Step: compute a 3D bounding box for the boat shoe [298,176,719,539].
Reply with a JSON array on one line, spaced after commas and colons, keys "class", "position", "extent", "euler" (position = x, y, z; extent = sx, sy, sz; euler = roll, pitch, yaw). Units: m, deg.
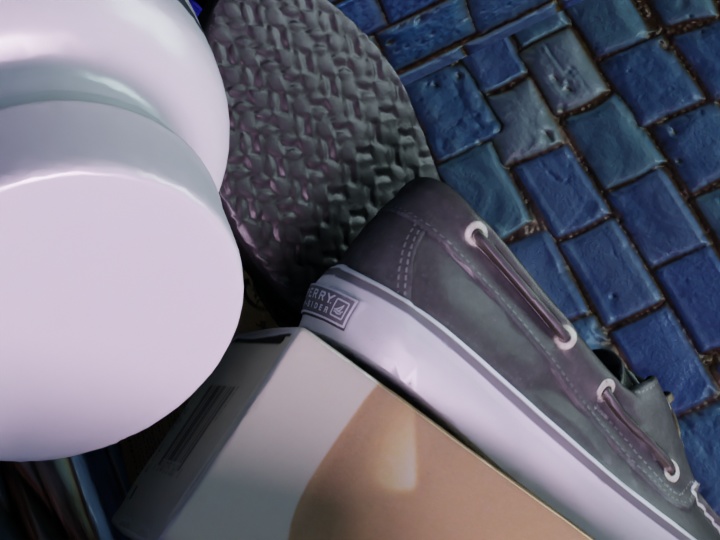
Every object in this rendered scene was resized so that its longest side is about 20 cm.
[{"class": "boat shoe", "position": [0.065, 0.048, 0.631], "extent": [0.200, 0.057, 0.069], "euler": [41, -13, -32]}]

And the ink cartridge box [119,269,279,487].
[{"class": "ink cartridge box", "position": [-0.025, 0.067, 0.741], "extent": [0.165, 0.075, 0.201], "euler": [-15, -90, 68]}]

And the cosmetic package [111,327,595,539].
[{"class": "cosmetic package", "position": [0.033, 0.102, 0.609], "extent": [0.200, 0.071, 0.105], "euler": [36, -10, -11]}]

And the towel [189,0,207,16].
[{"class": "towel", "position": [-0.075, -0.088, 0.810], "extent": [0.147, 0.050, 0.200], "euler": [35, -5, 31]}]

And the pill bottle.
[{"class": "pill bottle", "position": [-0.101, -0.050, 0.561], "extent": [0.200, 0.119, 0.120], "euler": [-116, -179, -46]}]

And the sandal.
[{"class": "sandal", "position": [0.000, 0.000, 0.647], "extent": [0.045, 0.075, 0.200], "euler": [7, -41, 50]}]
